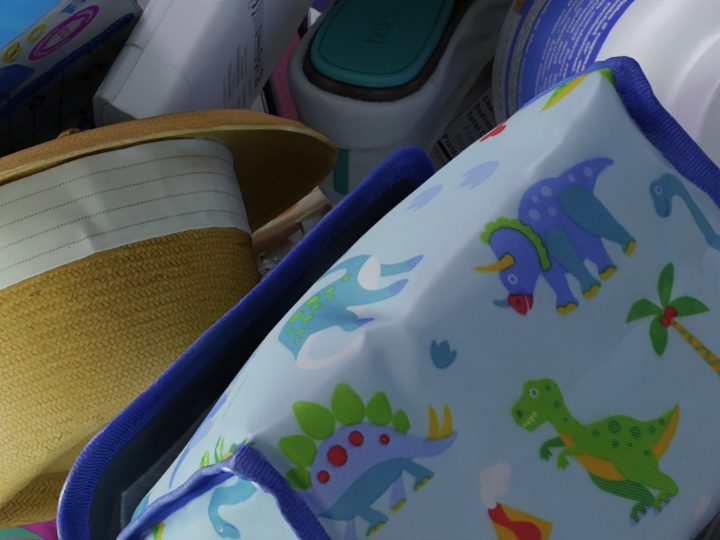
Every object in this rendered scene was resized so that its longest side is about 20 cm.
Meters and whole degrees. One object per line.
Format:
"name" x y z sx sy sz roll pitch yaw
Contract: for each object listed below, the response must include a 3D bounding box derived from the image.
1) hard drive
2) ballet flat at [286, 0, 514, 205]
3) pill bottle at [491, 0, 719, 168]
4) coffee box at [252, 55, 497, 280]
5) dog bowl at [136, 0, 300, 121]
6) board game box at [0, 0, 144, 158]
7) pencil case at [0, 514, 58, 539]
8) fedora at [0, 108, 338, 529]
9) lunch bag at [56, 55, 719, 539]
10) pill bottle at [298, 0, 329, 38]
"hard drive" -0.024 -0.113 0.963 0.200 0.027 0.132 -60 -6 -15
"ballet flat" 0.024 -0.087 1.030 0.069 0.070 0.200 -24 20 35
"pill bottle" 0.113 -0.047 0.919 0.112 0.112 0.200 -35 15 -1
"coffee box" 0.000 0.000 1.079 0.114 0.080 0.200 -13 26 52
"dog bowl" -0.069 -0.096 1.346 0.073 0.201 0.200 -15 13 -6
"board game box" -0.156 -0.036 0.922 0.196 0.056 0.200 -39 -6 0
"pencil case" -0.141 0.143 0.924 0.200 0.089 0.088 -40 15 -31
"fedora" -0.089 0.024 0.895 0.200 0.082 0.201 -20 -14 -5
"lunch bag" 0.014 0.050 0.829 0.170 0.127 0.200 -44 3 -26
"pill bottle" 0.034 -0.103 1.273 0.111 0.111 0.200 -35 15 -3
